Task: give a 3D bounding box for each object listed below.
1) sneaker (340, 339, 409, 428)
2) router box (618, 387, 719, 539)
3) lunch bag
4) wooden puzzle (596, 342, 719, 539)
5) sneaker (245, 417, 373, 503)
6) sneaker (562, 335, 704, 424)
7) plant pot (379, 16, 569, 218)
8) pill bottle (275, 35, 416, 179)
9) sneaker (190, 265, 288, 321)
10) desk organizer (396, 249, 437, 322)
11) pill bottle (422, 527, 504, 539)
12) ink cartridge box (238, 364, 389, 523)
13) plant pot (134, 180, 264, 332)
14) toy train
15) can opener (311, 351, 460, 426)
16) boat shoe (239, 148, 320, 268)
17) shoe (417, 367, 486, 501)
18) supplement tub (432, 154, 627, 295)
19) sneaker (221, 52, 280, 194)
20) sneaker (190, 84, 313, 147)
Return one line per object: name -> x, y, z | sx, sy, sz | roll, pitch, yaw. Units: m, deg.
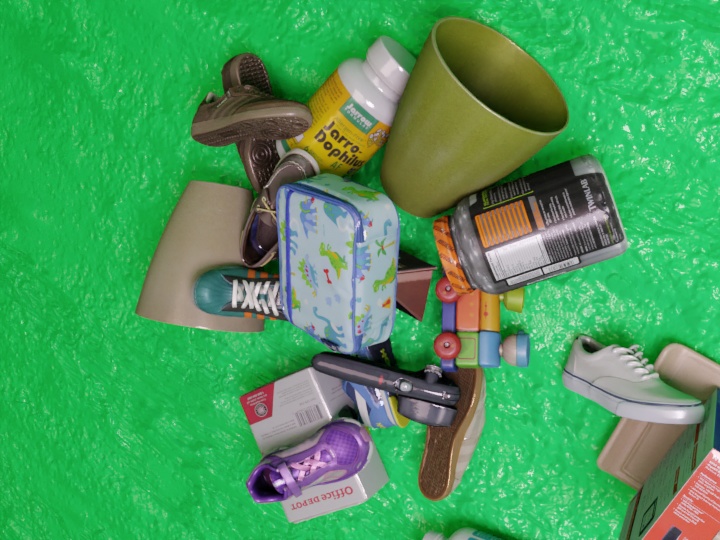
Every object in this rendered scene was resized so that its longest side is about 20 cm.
sneaker -> 0.002, 0.128, 1.102 | 0.082, 0.074, 0.200 | -19, 87, 32
router box -> 0.335, 0.230, 0.820 | 0.049, 0.200, 0.180 | 34, 112, 17
lunch bag -> -0.033, -0.009, 0.961 | 0.161, 0.082, 0.200 | 27, 125, 42
wooden puzzle -> 0.403, 0.204, 0.916 | 0.200, 0.037, 0.185 | 30, 111, 17
sneaker -> -0.075, 0.263, 1.060 | 0.200, 0.088, 0.081 | -29, 83, 26
sneaker -> 0.298, 0.119, 0.893 | 0.200, 0.073, 0.071 | 16, 105, 62
plant pot -> 0.111, -0.162, 0.951 | 0.187, 0.187, 0.200 | 51, 132, 13
pill bottle -> -0.009, -0.202, 1.032 | 0.200, 0.113, 0.113 | -42, 77, 27
sneaker -> -0.126, 0.032, 1.069 | 0.080, 0.200, 0.072 | 1, 88, 49
desk organizer -> 0.000, 0.000, 1.049 | 0.200, 0.072, 0.077 | 28, 115, 44
pill bottle -> 0.172, 0.403, 1.029 | 0.200, 0.111, 0.111 | 12, 104, 28
ink cartridge box -> -0.068, 0.243, 1.151 | 0.147, 0.086, 0.200 | -24, 87, 29
plant pot -> -0.218, -0.024, 1.153 | 0.187, 0.187, 0.200 | 9, 91, 28
toy train -> 0.156, 0.028, 1.006 | 0.115, 0.085, 0.200 | 0, 78, 13
can opener -> 0.032, 0.141, 1.022 | 0.200, 0.063, 0.079 | 17, 84, 6
boat shoe -> -0.109, -0.075, 1.041 | 0.072, 0.060, 0.200 | 39, 138, 4
shoe -> 0.126, 0.207, 1.059 | 0.070, 0.053, 0.200 | 19, 96, 41
supplement tub -> 0.193, -0.046, 0.917 | 0.200, 0.123, 0.123 | -19, 89, 16
sneaker -> -0.154, -0.206, 1.142 | 0.075, 0.070, 0.200 | 3, 103, 55
sneaker -> -0.144, -0.211, 1.028 | 0.200, 0.070, 0.076 | -1, 75, 35
